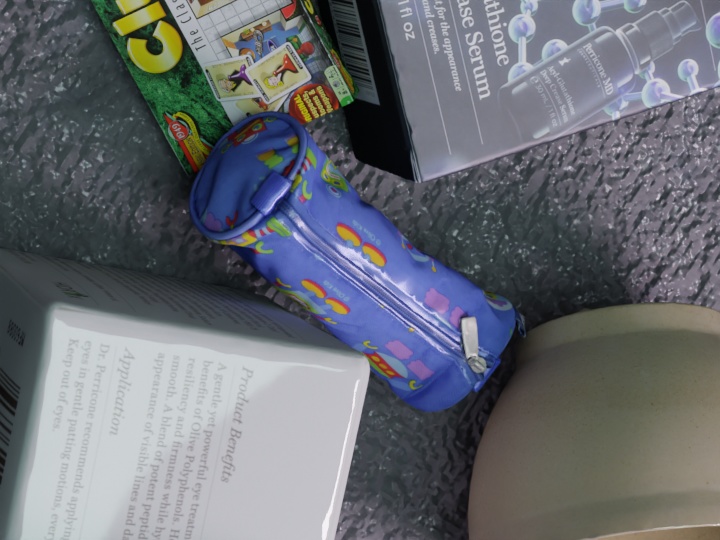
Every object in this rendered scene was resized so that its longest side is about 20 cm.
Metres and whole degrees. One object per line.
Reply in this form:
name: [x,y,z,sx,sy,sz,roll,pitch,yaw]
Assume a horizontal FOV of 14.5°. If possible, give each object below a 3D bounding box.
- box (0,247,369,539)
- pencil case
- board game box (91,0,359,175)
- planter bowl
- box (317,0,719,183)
box: [-0.117,0.108,1.442,0.170,0.200,0.201,10,97,-19]
pencil case: [0.000,0.000,1.505,0.200,0.087,0.078,40,84,-32]
board game box: [-0.091,-0.156,1.476,0.104,0.023,0.201,-23,108,19]
planter bowl: [0.150,0.096,1.551,0.199,0.200,0.136,0,72,-19]
box: [0.086,-0.150,1.516,0.199,0.107,0.149,-19,104,-16]
